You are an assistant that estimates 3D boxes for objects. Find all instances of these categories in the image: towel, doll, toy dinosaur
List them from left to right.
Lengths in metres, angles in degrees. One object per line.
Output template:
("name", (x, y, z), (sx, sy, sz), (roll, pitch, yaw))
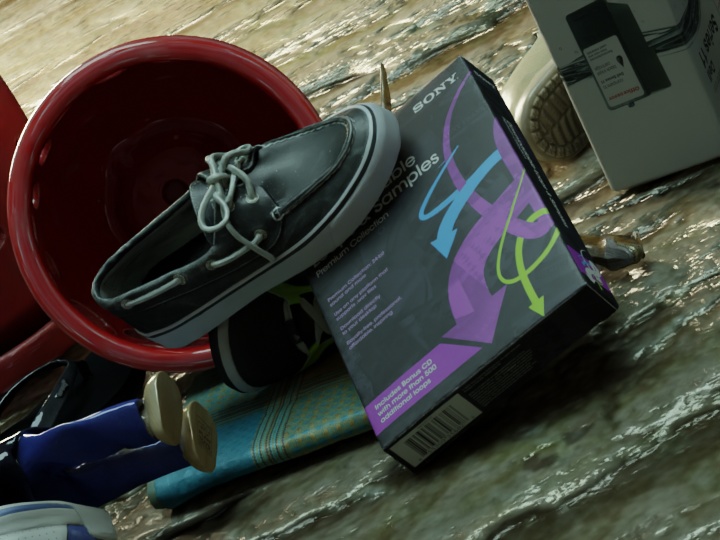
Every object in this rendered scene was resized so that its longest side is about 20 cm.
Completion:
("doll", (-0.179, 0.117, 1.653), (0.200, 0.136, 0.049), (-18, 56, 19))
("towel", (-0.020, 0.068, 1.710), (0.200, 0.022, 0.147), (-20, 21, 20))
("toy dinosaur", (0.063, -0.029, 1.696), (0.200, 0.061, 0.106), (29, 44, 18))

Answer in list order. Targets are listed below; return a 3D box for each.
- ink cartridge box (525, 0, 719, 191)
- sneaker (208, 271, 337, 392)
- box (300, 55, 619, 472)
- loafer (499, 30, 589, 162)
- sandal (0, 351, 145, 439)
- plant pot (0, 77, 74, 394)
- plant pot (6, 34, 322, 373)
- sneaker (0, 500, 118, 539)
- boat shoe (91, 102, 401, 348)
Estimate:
("ink cartridge box", (0.159, -0.170, 1.789), (0.083, 0.200, 0.147), (-17, 23, 22))
("sneaker", (0.000, 0.000, 1.718), (0.200, 0.072, 0.083), (-38, 25, -26))
("box", (0.042, -0.007, 1.616), (0.143, 0.036, 0.200), (-40, 42, 14))
("loafer", (0.149, -0.144, 1.922), (0.068, 0.076, 0.200), (5, 38, 48))
("sandal", (-0.205, 0.099, 1.853), (0.076, 0.043, 0.200), (-7, 29, 47))
("plant pot", (-0.287, -0.011, 2.010), (0.200, 0.183, 0.200), (-25, 20, 10))
("plant pot", (-0.111, -0.042, 1.840), (0.200, 0.201, 0.182), (-29, 2, -1))
("sneaker", (-0.220, 0.193, 1.587), (0.199, 0.115, 0.081), (-5, -19, -37))
("boat shoe", (-0.067, -0.033, 1.658), (0.199, 0.068, 0.074), (-33, 46, 27))
